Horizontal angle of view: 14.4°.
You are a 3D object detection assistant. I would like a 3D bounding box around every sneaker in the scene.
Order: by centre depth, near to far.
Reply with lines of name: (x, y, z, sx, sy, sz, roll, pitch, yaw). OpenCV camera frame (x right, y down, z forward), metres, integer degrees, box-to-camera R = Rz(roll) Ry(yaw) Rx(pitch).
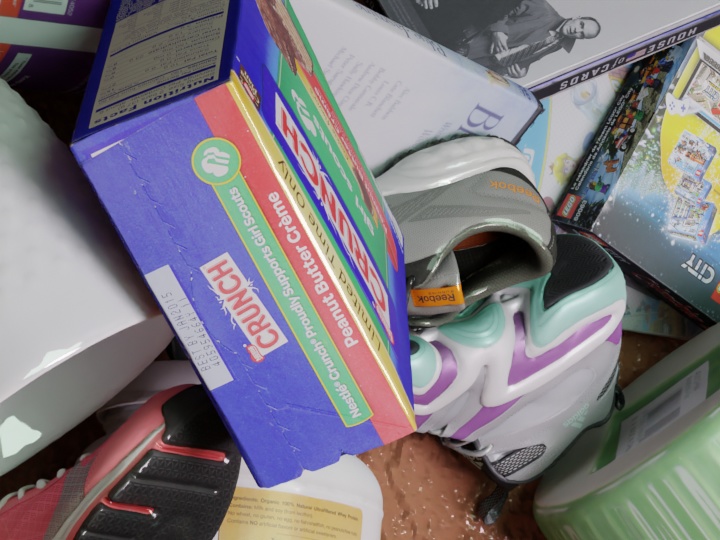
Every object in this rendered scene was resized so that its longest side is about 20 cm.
sneaker: (-0.133, 0.115, 1.202, 0.200, 0.087, 0.074, -52, 143, 10)
sneaker: (0.000, 0.000, 1.345, 0.199, 0.079, 0.074, -22, 136, -10)
sneaker: (0.043, 0.073, 1.416, 0.199, 0.078, 0.140, -14, 125, -7)

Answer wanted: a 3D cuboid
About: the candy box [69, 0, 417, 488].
candy box: (-0.045, -0.031, 1.194, 0.200, 0.077, 0.170, -88, 153, -66)

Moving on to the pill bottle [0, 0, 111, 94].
pill bottle: (-0.117, -0.137, 1.321, 0.199, 0.112, 0.113, 4, 79, -34)

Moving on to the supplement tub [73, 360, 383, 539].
supplement tub: (-0.065, 0.151, 1.280, 0.144, 0.144, 0.201, 14, 73, -32)

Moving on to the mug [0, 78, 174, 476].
mug: (-0.187, -0.002, 1.197, 0.147, 0.200, 0.176, -32, 80, -21)

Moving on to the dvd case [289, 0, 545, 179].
dvd case: (-0.022, -0.060, 1.350, 0.200, 0.018, 0.143, 22, 113, -41)

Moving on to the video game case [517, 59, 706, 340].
video game case: (0.153, -0.039, 1.516, 0.199, 0.018, 0.144, 9, 96, -32)

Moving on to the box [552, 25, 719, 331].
box: (0.209, -0.036, 1.517, 0.200, 0.038, 0.137, 34, 82, -32)

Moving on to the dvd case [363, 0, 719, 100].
dvd case: (0.096, -0.166, 1.451, 0.199, 0.025, 0.151, -22, 68, -16)

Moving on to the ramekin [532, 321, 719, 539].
ramekin: (0.182, 0.102, 1.431, 0.098, 0.200, 0.200, 51, 57, -7)
